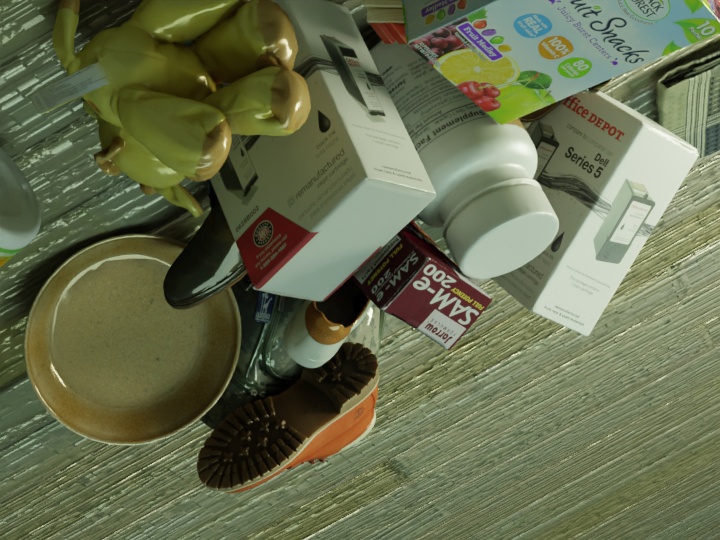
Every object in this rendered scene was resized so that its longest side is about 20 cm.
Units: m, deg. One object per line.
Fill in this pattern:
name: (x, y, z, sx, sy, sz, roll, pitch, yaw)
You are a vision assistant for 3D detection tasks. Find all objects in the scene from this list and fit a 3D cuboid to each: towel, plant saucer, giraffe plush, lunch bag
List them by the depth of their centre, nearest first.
giraffe plush: (-0.145, -0.121, 1.405, 0.200, 0.173, 0.162, -12, 159, -9)
plant saucer: (-0.209, 0.060, 1.690, 0.200, 0.035, 0.200, -5, 106, -17)
lunch bag: (-0.080, 0.062, 1.809, 0.200, 0.139, 0.168, 10, 119, -51)
towel: (0.387, -0.185, 1.890, 0.192, 0.035, 0.200, -22, 155, -2)

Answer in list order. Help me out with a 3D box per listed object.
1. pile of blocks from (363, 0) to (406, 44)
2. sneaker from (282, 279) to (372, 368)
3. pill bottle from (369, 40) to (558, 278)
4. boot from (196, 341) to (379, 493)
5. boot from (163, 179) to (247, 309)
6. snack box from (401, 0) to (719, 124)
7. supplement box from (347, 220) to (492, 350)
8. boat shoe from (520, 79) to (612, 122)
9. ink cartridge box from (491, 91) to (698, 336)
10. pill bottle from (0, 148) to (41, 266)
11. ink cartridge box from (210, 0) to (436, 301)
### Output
pile of blocks: (0.095, -0.198, 1.480, 0.200, 0.062, 0.082, 1, -177, -15)
sneaker: (0.000, 0.000, 1.717, 0.073, 0.200, 0.085, 32, 141, -8)
pill bottle: (0.081, -0.098, 1.527, 0.114, 0.200, 0.114, -21, 153, -11)
boot: (-0.063, 0.161, 1.747, 0.200, 0.075, 0.107, -32, 149, -18)
boot: (-0.120, -0.058, 1.613, 0.200, 0.075, 0.097, -47, 141, 2)
snack box: (0.151, -0.194, 1.392, 0.200, 0.053, 0.142, -22, 146, 28)
supplement box: (0.009, -0.028, 1.537, 0.061, 0.200, 0.109, -49, 142, 8)
boat shoe: (0.190, -0.189, 1.656, 0.072, 0.068, 0.200, -9, 150, -33)
ink cartridge box: (0.199, -0.064, 1.720, 0.084, 0.146, 0.200, 24, 101, -35)
pill bottle: (-0.355, -0.013, 1.445, 0.200, 0.111, 0.111, -37, 151, 21)
ink cartridge box: (-0.047, -0.100, 1.464, 0.083, 0.200, 0.147, 11, 135, -46)
